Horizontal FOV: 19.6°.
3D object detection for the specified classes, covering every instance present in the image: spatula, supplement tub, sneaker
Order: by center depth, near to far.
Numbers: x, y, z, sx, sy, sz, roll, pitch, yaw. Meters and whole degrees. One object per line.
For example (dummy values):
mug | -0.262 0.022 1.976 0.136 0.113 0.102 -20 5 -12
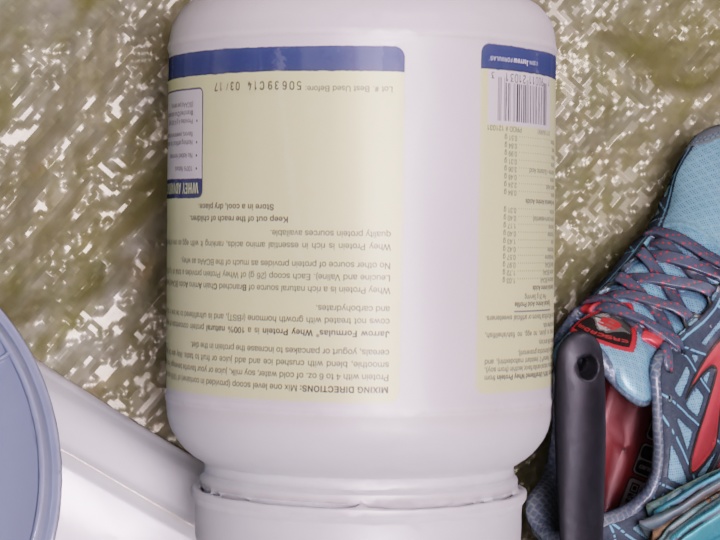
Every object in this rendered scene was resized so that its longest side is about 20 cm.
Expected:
spatula | 0.085 0.121 0.764 0.056 0.021 0.200 -8 95 -28
supplement tub | 0.000 0.000 0.775 0.145 0.145 0.200 1 91 -12
sneaker | 0.121 0.031 0.811 0.095 0.079 0.200 25 79 -47

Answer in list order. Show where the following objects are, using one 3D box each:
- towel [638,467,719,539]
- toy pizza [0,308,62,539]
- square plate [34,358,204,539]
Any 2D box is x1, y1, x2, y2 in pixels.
towel | 0.212 0.124 0.821 0.147 0.022 0.200 -30 127 8
toy pizza | -0.208 0.082 0.775 0.200 0.032 0.201 -1 77 3
square plate | -0.121 0.153 0.813 0.200 0.028 0.198 32 84 -10
